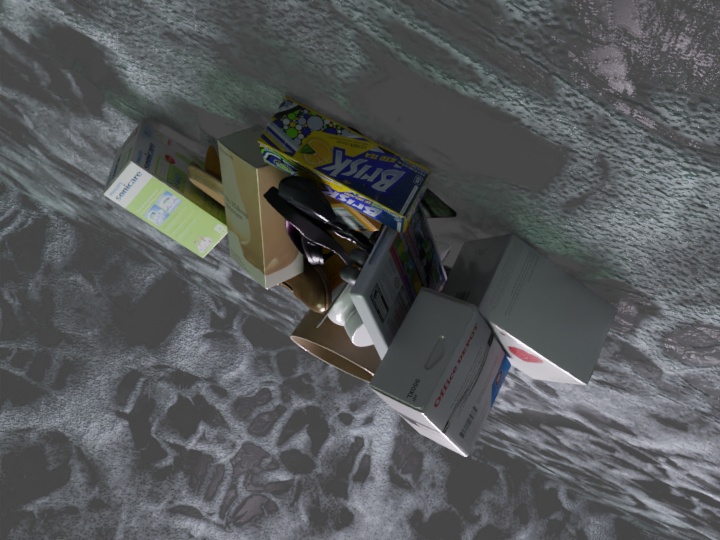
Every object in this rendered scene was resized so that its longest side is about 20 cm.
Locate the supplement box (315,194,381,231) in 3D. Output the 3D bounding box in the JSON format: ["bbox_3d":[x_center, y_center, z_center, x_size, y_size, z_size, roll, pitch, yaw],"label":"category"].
[{"bbox_3d":[-0.038,-0.098,1.036,0.069,0.067,0.200,41,160,-32],"label":"supplement box"}]

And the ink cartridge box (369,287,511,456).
[{"bbox_3d":[0.109,0.133,0.952,0.084,0.145,0.200,20,162,32],"label":"ink cartridge box"}]

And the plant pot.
[{"bbox_3d":[0.003,0.074,1.326,0.187,0.201,0.187,26,166,7],"label":"plant pot"}]

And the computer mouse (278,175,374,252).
[{"bbox_3d":[-0.035,-0.071,0.932,0.058,0.034,0.200,25,176,34],"label":"computer mouse"}]

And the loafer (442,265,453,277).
[{"bbox_3d":[0.147,0.031,1.183,0.072,0.063,0.200,31,166,-19],"label":"loafer"}]

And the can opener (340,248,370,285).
[{"bbox_3d":[0.040,0.028,1.056,0.200,0.054,0.067,34,173,-39],"label":"can opener"}]

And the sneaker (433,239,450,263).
[{"bbox_3d":[0.065,-0.022,1.153,0.081,0.075,0.200,37,157,-8],"label":"sneaker"}]

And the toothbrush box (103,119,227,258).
[{"bbox_3d":[-0.319,-0.138,1.263,0.200,0.086,0.146,34,-154,-28],"label":"toothbrush box"}]

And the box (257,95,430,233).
[{"bbox_3d":[-0.019,-0.126,0.892,0.199,0.070,0.064,28,168,8],"label":"box"}]

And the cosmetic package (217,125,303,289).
[{"bbox_3d":[-0.137,-0.087,1.037,0.105,0.071,0.201,36,140,38],"label":"cosmetic package"}]

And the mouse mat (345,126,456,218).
[{"bbox_3d":[0.018,-0.124,0.991,0.200,0.008,0.161,36,164,-28],"label":"mouse mat"}]

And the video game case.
[{"bbox_3d":[0.059,0.027,0.969,0.023,0.183,0.200,6,141,30],"label":"video game case"}]

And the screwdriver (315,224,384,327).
[{"bbox_3d":[0.000,0.000,1.041,0.029,0.201,0.028,31,176,-2],"label":"screwdriver"}]

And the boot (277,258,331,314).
[{"bbox_3d":[-0.111,0.012,1.126,0.075,0.074,0.200,-8,-150,-33],"label":"boot"}]

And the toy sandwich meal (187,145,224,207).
[{"bbox_3d":[-0.181,-0.125,1.186,0.205,0.070,0.205,34,174,4],"label":"toy sandwich meal"}]

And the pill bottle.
[{"bbox_3d":[-0.018,0.014,1.152,0.200,0.111,0.111,60,-175,31],"label":"pill bottle"}]

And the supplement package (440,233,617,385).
[{"bbox_3d":[0.223,0.056,1.011,0.199,0.120,0.121,32,164,-19],"label":"supplement package"}]

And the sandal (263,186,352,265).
[{"bbox_3d":[-0.076,-0.048,0.992,0.075,0.048,0.200,47,-175,35],"label":"sandal"}]
